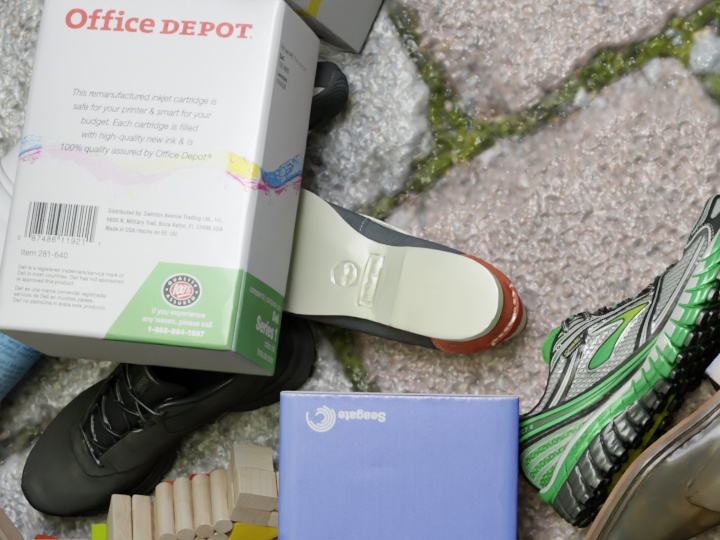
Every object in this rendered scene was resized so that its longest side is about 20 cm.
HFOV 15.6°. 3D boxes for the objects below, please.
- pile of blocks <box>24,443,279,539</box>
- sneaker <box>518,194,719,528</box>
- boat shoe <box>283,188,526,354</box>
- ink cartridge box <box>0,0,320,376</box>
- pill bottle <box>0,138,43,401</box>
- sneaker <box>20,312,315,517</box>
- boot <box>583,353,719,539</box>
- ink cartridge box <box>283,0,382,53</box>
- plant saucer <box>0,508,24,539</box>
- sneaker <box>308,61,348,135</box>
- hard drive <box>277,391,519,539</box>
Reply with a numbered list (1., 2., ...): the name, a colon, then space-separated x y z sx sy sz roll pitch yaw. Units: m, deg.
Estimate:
1. pile of blocks: -0.116 0.160 1.550 0.199 0.082 0.062 -21 35 8
2. sneaker: 0.147 0.039 1.450 0.085 0.078 0.200 38 97 22
3. boat shoe: 0.000 0.000 1.519 0.199 0.063 0.071 16 90 22
4. ink cartridge box: -0.111 -0.051 1.472 0.144 0.084 0.201 5 79 17
5. pill bottle: -0.236 0.020 1.582 0.200 0.109 0.109 -47 69 8
6. sneaker: -0.125 0.076 1.542 0.200 0.091 0.076 -37 73 13
7. boot: 0.199 0.124 1.419 0.097 0.075 0.200 38 94 24
8. ink cartridge box: -0.078 -0.208 1.508 0.145 0.200 0.084 23 87 22
9. plant saucer: -0.230 0.194 1.539 0.200 0.029 0.201 30 134 37
10. sneaker: -0.103 -0.117 1.570 0.199 0.074 0.085 -4 80 20
11. hard drive: 0.020 0.168 1.447 0.131 0.025 0.201 1 89 3
